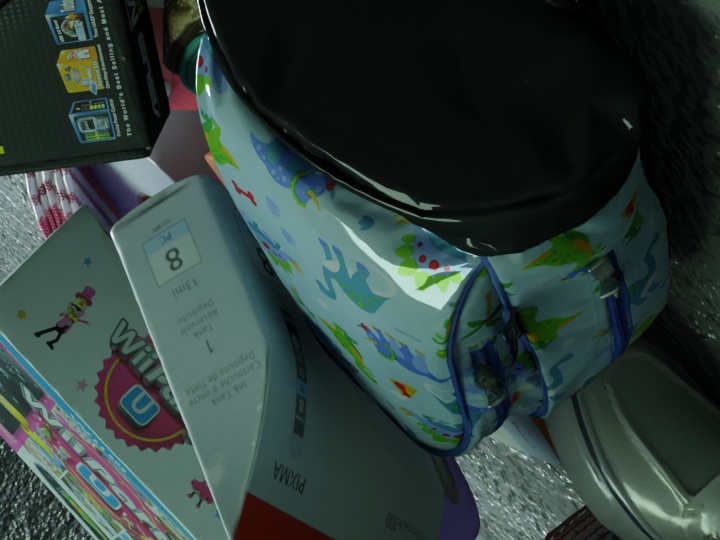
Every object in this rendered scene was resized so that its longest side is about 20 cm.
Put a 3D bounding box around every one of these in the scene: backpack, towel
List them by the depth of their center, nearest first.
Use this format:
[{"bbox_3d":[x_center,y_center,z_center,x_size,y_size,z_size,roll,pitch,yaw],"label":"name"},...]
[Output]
[{"bbox_3d":[0.030,-0.027,0.919,0.163,0.154,0.200,38,-177,23],"label":"backpack"},{"bbox_3d":[-0.152,-0.061,1.416,0.146,0.030,0.201,58,-165,-68],"label":"towel"}]

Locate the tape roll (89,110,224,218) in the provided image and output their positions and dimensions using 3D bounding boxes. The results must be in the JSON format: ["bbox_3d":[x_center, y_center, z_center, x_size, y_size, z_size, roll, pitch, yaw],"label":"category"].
[{"bbox_3d":[-0.050,-0.017,1.341,0.200,0.066,0.200,45,167,14],"label":"tape roll"}]

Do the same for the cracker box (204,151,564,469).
[{"bbox_3d":[0.025,-0.003,1.142,0.134,0.058,0.200,55,167,-20],"label":"cracker box"}]

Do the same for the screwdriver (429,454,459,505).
[{"bbox_3d":[0.000,0.000,1.034,0.029,0.028,0.201,-65,-45,-76],"label":"screwdriver"}]

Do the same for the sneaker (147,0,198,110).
[{"bbox_3d":[-0.130,-0.079,1.184,0.199,0.087,0.074,8,158,-18],"label":"sneaker"}]

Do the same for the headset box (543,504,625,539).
[{"bbox_3d":[0.129,0.169,1.082,0.149,0.075,0.200,48,-155,-5],"label":"headset box"}]

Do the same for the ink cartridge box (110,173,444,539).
[{"bbox_3d":[-0.006,0.078,1.007,0.160,0.047,0.201,38,-156,-60],"label":"ink cartridge box"}]

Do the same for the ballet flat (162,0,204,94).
[{"bbox_3d":[-0.044,-0.120,1.058,0.200,0.070,0.066,134,121,-75],"label":"ballet flat"}]

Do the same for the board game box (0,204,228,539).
[{"bbox_3d":[-0.100,0.063,1.178,0.148,0.064,0.200,47,163,-1],"label":"board game box"}]

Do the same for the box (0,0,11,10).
[{"bbox_3d":[-0.118,-0.198,0.814,0.200,0.161,0.049,50,167,-9],"label":"box"}]

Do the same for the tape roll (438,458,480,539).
[{"bbox_3d":[-0.038,0.071,1.266,0.200,0.066,0.200,43,164,16],"label":"tape roll"}]

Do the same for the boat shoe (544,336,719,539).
[{"bbox_3d":[0.148,0.094,1.024,0.200,0.071,0.070,53,140,0],"label":"boat shoe"}]

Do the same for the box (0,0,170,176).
[{"bbox_3d":[-0.172,-0.132,1.073,0.044,0.159,0.201,-76,-23,-65],"label":"box"}]
